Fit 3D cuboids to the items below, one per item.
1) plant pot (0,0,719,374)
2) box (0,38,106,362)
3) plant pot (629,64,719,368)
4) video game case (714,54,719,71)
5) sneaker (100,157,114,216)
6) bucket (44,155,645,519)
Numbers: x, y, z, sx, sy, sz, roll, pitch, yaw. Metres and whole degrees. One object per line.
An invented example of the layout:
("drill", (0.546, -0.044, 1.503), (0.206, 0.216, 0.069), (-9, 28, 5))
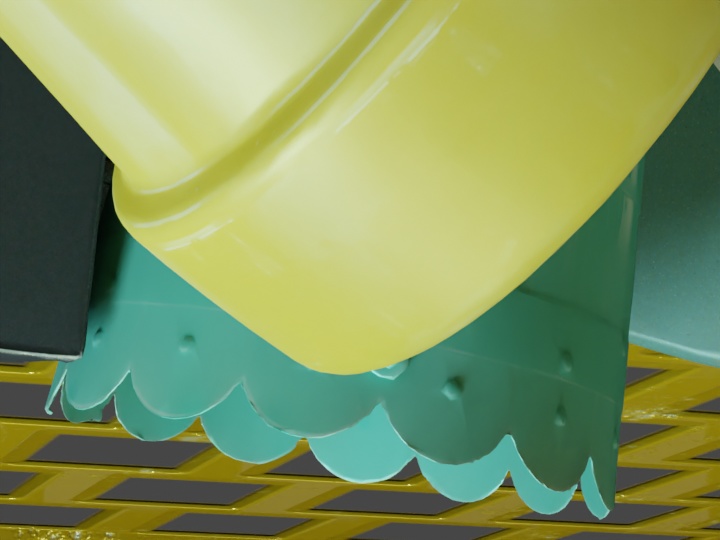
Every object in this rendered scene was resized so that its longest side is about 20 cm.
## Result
("plant pot", (-0.025, -0.108, 0.557), (0.189, 0.201, 0.200), (36, 152, -19))
("box", (-0.162, -0.071, 0.794), (0.123, 0.201, 0.198), (8, 175, -21))
("plant pot", (0.184, -0.029, 0.961), (0.199, 0.142, 0.141), (20, -167, 25))
("video game case", (0.227, -0.061, 0.784), (0.200, 0.023, 0.182), (-21, 114, 48))
("sneaker", (-0.048, -0.015, 0.912), (0.199, 0.078, 0.082), (-1, 165, -39))
("bucket", (0.000, 0.000, 0.788), (0.206, 0.136, 0.207), (10, 171, 2))
